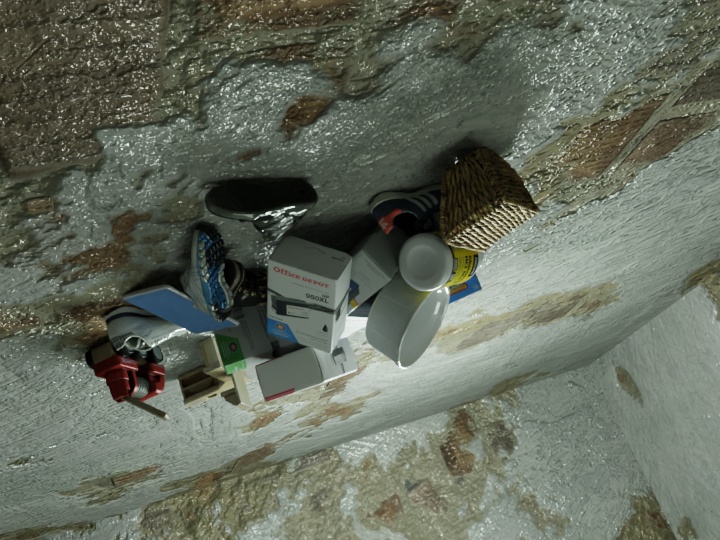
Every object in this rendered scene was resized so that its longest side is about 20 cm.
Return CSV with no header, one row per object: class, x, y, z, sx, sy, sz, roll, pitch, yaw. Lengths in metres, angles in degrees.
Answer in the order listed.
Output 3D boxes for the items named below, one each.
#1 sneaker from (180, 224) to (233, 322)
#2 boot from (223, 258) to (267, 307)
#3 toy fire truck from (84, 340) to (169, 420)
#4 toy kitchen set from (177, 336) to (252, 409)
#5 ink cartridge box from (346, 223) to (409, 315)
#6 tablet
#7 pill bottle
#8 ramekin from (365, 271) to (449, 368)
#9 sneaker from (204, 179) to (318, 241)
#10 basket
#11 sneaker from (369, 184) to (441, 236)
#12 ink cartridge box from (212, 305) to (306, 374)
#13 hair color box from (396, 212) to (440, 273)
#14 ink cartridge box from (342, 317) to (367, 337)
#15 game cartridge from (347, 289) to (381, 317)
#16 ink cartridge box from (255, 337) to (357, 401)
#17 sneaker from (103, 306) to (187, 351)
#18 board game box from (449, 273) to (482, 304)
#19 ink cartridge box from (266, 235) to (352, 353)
sneaker,-0.289,0.004,1.369,0.075,0.087,0.200,-50,148,-48
boot,-0.233,0.029,1.515,0.150,0.073,0.200,-4,156,-35
toy fire truck,-0.471,0.247,1.630,0.129,0.200,0.176,-25,158,9
toy kitchen set,-0.375,0.289,1.867,0.180,0.163,0.200,-24,158,5
ink cartridge box,0.000,0.000,1.565,0.200,0.088,0.145,-39,-170,39
tablet,-0.348,0.077,1.493,0.130,0.014,0.200,-13,148,33
pill bottle,0.169,-0.024,1.528,0.112,0.112,0.200,-35,167,30
ramekin,0.096,0.097,1.610,0.200,0.098,0.201,-45,151,-34
sneaker,-0.176,-0.094,1.278,0.199,0.076,0.114,-10,149,-41
basket,0.221,-0.136,1.452,0.149,0.143,0.200,-37,159,26
sneaker,0.117,-0.111,1.497,0.200,0.085,0.075,-12,156,-24
ink cartridge box,-0.215,0.120,1.644,0.200,0.146,0.084,-17,160,-12
hair color box,0.113,-0.061,1.644,0.100,0.061,0.200,3,148,-48
ink cartridge box,-0.072,0.112,1.827,0.145,0.084,0.200,2,153,-45
game cartridge,0.031,0.050,1.714,0.133,0.041,0.200,-4,-161,37
ink cartridge box,-0.112,0.209,1.637,0.146,0.085,0.200,-21,172,19
sneaker,-0.428,0.127,1.555,0.076,0.081,0.200,-37,155,30
board game box,0.175,0.034,1.794,0.200,0.056,0.196,-25,-167,9
ink cartridge box,-0.103,0.048,1.492,0.145,0.084,0.200,16,131,12
